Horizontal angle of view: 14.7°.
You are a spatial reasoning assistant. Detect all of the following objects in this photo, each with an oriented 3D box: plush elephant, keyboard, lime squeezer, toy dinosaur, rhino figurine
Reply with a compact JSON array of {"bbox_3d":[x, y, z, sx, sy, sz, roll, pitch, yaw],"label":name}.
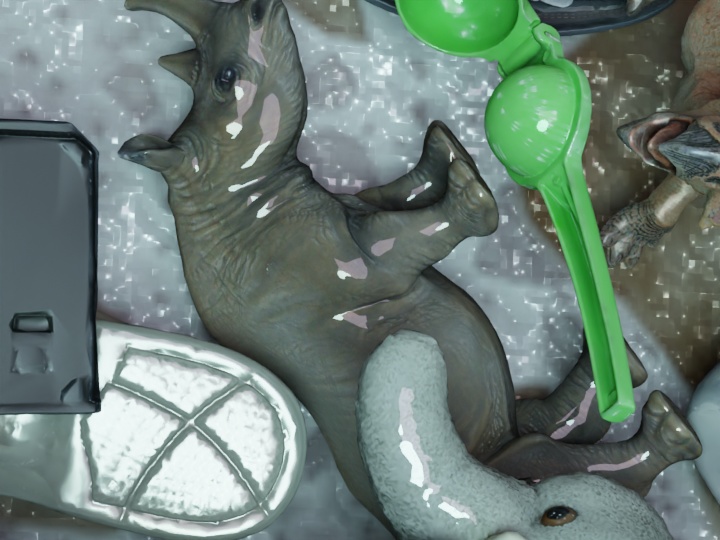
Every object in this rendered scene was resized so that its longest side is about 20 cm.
[{"bbox_3d":[0.014,0.094,0.676,0.200,0.165,0.155,44,75,-16],"label":"plush elephant"},{"bbox_3d":[-0.166,0.012,0.706,0.199,0.040,0.105,1,86,-15],"label":"keyboard"},{"bbox_3d":[0.033,-0.054,0.748,0.038,0.071,0.200,-38,80,23],"label":"lime squeezer"},{"bbox_3d":[0.140,-0.056,0.760,0.200,0.135,0.086,-37,117,-23],"label":"toy dinosaur"},{"bbox_3d":[0.000,0.000,0.780,0.087,0.060,0.200,-40,93,6],"label":"rhino figurine"}]

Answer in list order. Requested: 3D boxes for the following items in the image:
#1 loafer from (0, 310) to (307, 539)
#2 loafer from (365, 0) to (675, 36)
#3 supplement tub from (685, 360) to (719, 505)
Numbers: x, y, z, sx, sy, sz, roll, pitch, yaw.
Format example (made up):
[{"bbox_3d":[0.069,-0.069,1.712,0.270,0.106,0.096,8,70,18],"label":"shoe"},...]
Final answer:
[{"bbox_3d":[-0.112,0.026,0.759,0.199,0.063,0.072,20,88,-4],"label":"loafer"},{"bbox_3d":[0.009,-0.114,0.789,0.199,0.063,0.072,15,84,-11],"label":"loafer"},{"bbox_3d":[0.200,0.017,0.791,0.200,0.123,0.123,-42,95,-12],"label":"supplement tub"}]
